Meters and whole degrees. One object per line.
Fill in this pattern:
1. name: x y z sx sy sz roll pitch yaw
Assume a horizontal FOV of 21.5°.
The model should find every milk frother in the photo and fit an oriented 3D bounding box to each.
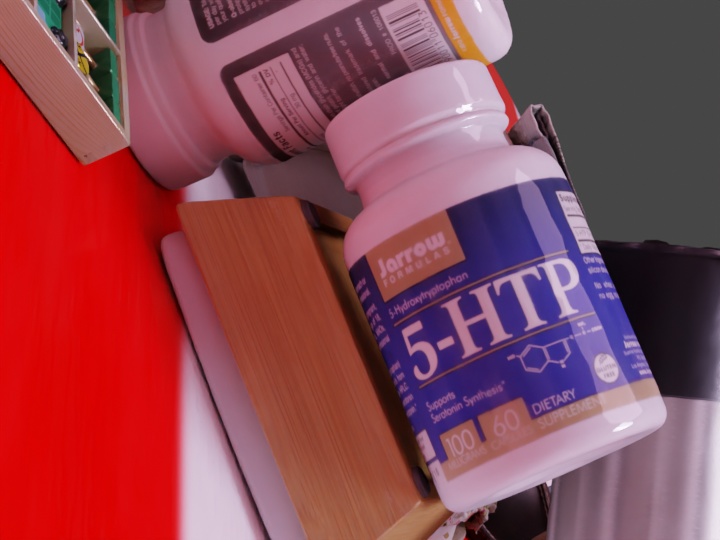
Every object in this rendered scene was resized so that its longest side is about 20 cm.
1. milk frother: 0.203 0.084 0.990 0.200 0.179 0.189 180 -84 -68

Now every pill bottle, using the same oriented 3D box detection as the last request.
1. pill bottle: 0.059 0.006 0.937 0.201 0.119 0.120 67 12 11
2. pill bottle: -0.031 -0.125 0.993 0.117 0.199 0.117 60 14 -25

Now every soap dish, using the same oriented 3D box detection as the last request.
1. soap dish: -0.018 0.057 0.988 0.201 0.081 0.157 67 12 11

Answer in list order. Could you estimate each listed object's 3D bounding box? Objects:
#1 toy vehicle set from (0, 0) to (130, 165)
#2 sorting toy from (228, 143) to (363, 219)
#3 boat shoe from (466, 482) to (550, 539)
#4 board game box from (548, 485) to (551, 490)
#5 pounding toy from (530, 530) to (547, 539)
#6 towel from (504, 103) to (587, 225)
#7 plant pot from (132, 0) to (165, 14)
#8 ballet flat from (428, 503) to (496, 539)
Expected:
1. toy vehicle set: -0.158 -0.159 0.924 0.124 0.026 0.201 56 16 -41
2. sorting toy: 0.000 0.000 1.205 0.180 0.106 0.201 153 -87 -83
3. boat shoe: 0.074 0.111 1.294 0.201 0.070 0.070 60 -10 17
4. board game box: 0.205 0.210 1.374 0.152 0.199 0.047 67 14 9
5. pounding toy: 0.148 0.201 1.181 0.143 0.183 0.200 69 12 14
6. towel: 0.099 0.002 1.410 0.034 0.200 0.193 4 56 -35
7. plant pot: -0.056 -0.207 1.135 0.201 0.199 0.184 58 26 -31
8. ballet flat: 0.049 0.142 1.163 0.200 0.075 0.064 8 92 -70
